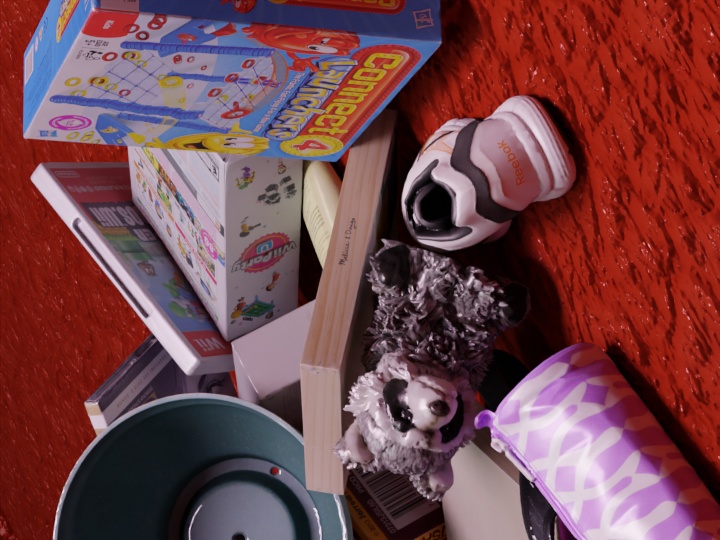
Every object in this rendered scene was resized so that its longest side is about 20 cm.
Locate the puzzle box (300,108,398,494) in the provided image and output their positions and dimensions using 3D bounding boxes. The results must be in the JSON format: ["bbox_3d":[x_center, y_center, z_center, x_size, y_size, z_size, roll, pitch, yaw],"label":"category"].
[{"bbox_3d":[-0.005,0.017,1.512,0.133,0.025,0.201,88,-168,-52],"label":"puzzle box"}]

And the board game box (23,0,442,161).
[{"bbox_3d":[-0.078,-0.126,1.411,0.200,0.195,0.056,136,135,-65],"label":"board game box"}]

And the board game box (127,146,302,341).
[{"bbox_3d":[-0.102,-0.070,1.712,0.148,0.064,0.200,54,158,29],"label":"board game box"}]

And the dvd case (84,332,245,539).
[{"bbox_3d":[-0.123,0.141,1.799,0.016,0.149,0.201,-4,117,32],"label":"dvd case"}]

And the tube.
[{"bbox_3d":[0.000,0.000,1.647,0.058,0.052,0.200,-40,68,31],"label":"tube"}]

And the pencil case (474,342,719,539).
[{"bbox_3d":[0.148,0.133,1.367,0.200,0.085,0.084,53,161,24],"label":"pencil case"}]

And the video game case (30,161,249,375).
[{"bbox_3d":[-0.135,-0.005,1.806,0.200,0.143,0.017,50,117,22],"label":"video game case"}]

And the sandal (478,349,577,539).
[{"bbox_3d":[0.119,0.136,1.465,0.075,0.048,0.201,21,-149,-54],"label":"sandal"}]

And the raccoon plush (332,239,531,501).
[{"bbox_3d":[0.039,0.060,1.475,0.096,0.135,0.200,18,179,5],"label":"raccoon plush"}]

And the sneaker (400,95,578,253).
[{"bbox_3d":[0.050,-0.046,1.397,0.074,0.080,0.200,60,163,3],"label":"sneaker"}]

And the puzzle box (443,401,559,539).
[{"bbox_3d":[0.101,0.184,1.618,0.133,0.025,0.200,41,152,40],"label":"puzzle box"}]

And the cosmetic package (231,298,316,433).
[{"bbox_3d":[-0.043,0.077,1.751,0.051,0.082,0.200,59,170,14],"label":"cosmetic package"}]

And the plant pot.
[{"bbox_3d":[-0.093,0.183,1.684,0.201,0.200,0.134,60,-172,8],"label":"plant pot"}]

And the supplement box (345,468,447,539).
[{"bbox_3d":[0.024,0.202,1.787,0.110,0.085,0.200,51,157,32],"label":"supplement box"}]
